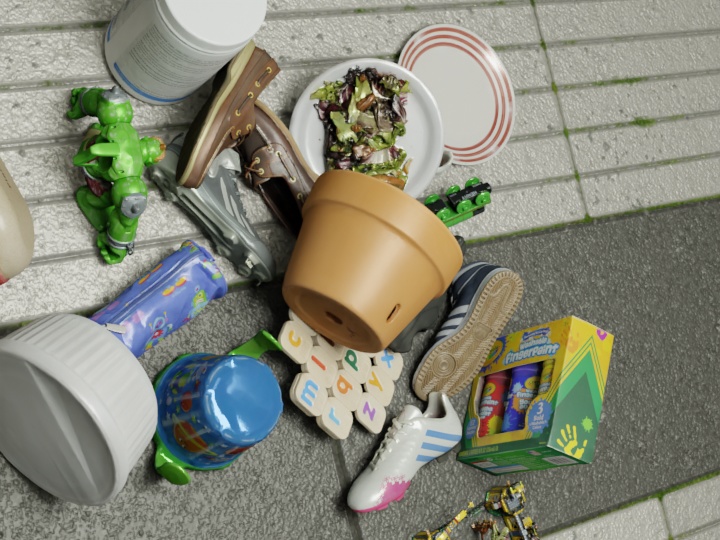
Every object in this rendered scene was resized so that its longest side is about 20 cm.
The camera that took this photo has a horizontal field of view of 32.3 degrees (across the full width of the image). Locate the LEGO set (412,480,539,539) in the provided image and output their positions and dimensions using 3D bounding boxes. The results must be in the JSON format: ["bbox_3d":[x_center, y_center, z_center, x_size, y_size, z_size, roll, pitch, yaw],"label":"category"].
[{"bbox_3d":[0.174,0.353,1.546,0.198,0.116,0.155,-14,86,-33],"label":"LEGO set"}]

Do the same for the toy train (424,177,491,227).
[{"bbox_3d":[0.082,-0.062,1.600,0.198,0.057,0.042,-23,53,-15],"label":"toy train"}]

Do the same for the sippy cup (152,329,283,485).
[{"bbox_3d":[-0.155,0.151,1.392,0.138,0.130,0.180,8,74,-29],"label":"sippy cup"}]

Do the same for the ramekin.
[{"bbox_3d":[-0.298,0.136,1.278,0.203,0.202,0.094,53,47,-9],"label":"ramekin"}]

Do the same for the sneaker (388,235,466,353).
[{"bbox_3d":[0.076,0.027,1.601,0.200,0.075,0.091,-45,123,-35],"label":"sneaker"}]

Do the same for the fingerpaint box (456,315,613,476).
[{"bbox_3d":[0.216,0.161,1.569,0.073,0.200,0.168,24,68,-23],"label":"fingerpaint box"}]

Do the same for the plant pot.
[{"bbox_3d":[0.000,0.000,1.436,0.200,0.200,0.141,39,68,-17],"label":"plant pot"}]

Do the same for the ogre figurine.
[{"bbox_3d":[-0.278,-0.118,1.388,0.097,0.120,0.202,13,72,-27],"label":"ogre figurine"}]

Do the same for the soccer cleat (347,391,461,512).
[{"bbox_3d":[0.047,0.219,1.529,0.199,0.069,0.087,-32,112,-40],"label":"soccer cleat"}]

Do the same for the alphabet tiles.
[{"bbox_3d":[-0.023,0.100,1.521,0.196,0.015,0.201,45,49,-31],"label":"alphabet tiles"}]

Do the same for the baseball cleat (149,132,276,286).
[{"bbox_3d":[-0.156,-0.082,1.483,0.200,0.070,0.107,47,60,-14],"label":"baseball cleat"}]

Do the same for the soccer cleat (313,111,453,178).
[{"bbox_3d":[0.030,-0.176,1.611,0.199,0.077,0.070,23,67,-24],"label":"soccer cleat"}]

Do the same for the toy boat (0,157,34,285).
[{"bbox_3d":[-0.432,-0.070,1.302,0.130,0.131,0.201,-28,93,-2],"label":"toy boat"}]

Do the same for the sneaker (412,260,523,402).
[{"bbox_3d":[0.128,0.075,1.623,0.070,0.108,0.201,35,93,-21],"label":"sneaker"}]

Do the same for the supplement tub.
[{"bbox_3d":[-0.204,-0.281,1.424,0.131,0.199,0.133,8,75,-29],"label":"supplement tub"}]

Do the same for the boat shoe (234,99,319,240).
[{"bbox_3d":[-0.105,-0.123,1.521,0.200,0.070,0.070,50,55,-11],"label":"boat shoe"}]

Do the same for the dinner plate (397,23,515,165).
[{"bbox_3d":[0.129,-0.241,1.718,0.198,0.024,0.202,8,74,-28],"label":"dinner plate"}]

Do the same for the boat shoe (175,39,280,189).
[{"bbox_3d":[-0.151,-0.178,1.445,0.067,0.072,0.202,31,67,-18],"label":"boat shoe"}]

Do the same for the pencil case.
[{"bbox_3d":[-0.239,0.045,1.394,0.078,0.087,0.200,43,57,11],"label":"pencil case"}]

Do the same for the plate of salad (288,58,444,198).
[{"bbox_3d":[0.009,-0.163,1.557,0.198,0.048,0.202,-1,107,-3],"label":"plate of salad"}]
